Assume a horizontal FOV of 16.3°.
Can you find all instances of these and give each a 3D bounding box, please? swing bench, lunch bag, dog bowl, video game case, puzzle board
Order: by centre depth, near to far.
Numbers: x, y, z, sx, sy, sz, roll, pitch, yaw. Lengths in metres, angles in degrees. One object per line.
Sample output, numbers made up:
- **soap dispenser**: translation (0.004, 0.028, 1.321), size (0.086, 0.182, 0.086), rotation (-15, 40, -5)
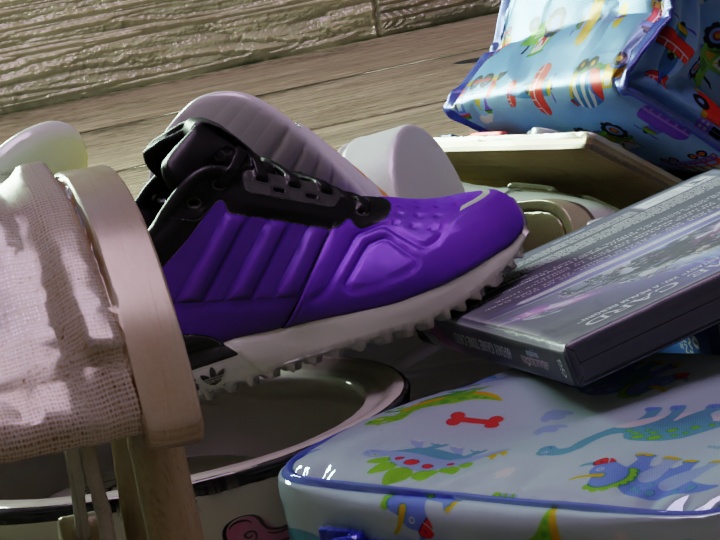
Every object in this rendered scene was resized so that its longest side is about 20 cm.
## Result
- **swing bench**: translation (-0.140, 0.087, 0.657), size (0.198, 0.201, 0.130), rotation (-12, 10, -13)
- **lunch bag**: translation (0.081, 0.083, 0.815), size (0.200, 0.083, 0.161), rotation (0, 12, 42)
- **video game case**: translation (0.108, -0.002, 0.922), size (0.143, 0.019, 0.200), rotation (-24, 9, -11)
- **dog bowl**: translation (-0.074, 0.091, 0.938), size (0.200, 0.074, 0.200), rotation (-9, 11, 2)
- **lunch bag**: translation (0.169, -0.067, 1.247), size (0.150, 0.200, 0.094), rotation (-3, 55, 58)
- **puzzle board**: translation (0.108, -0.039, 1.258), size (0.151, 0.017, 0.200), rotation (24, -11, -31)

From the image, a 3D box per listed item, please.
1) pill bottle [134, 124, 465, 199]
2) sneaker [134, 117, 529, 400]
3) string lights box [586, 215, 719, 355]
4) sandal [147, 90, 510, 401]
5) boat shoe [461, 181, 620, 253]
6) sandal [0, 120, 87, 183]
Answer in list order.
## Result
- **pill bottle**: translation (-0.051, 0.007, 1.171), size (0.200, 0.115, 0.114), rotation (-18, 6, 22)
- **sneaker**: translation (-0.034, -0.014, 0.946), size (0.200, 0.100, 0.070), rotation (-19, 7, -15)
- **string lights box**: translation (0.171, 0.009, 1.015), size (0.103, 0.059, 0.200), rotation (-15, 11, -9)
- **sandal**: translation (-0.005, 0.006, 1.037), size (0.079, 0.207, 0.059), rotation (-44, 17, 12)
- **boat shoe**: translation (0.069, -0.007, 1.220), size (0.068, 0.075, 0.200), rotation (5, 4, -33)
- **sandal**: translation (-0.205, 0.007, 1.217), size (0.050, 0.203, 0.082), rotation (39, 14, 27)
